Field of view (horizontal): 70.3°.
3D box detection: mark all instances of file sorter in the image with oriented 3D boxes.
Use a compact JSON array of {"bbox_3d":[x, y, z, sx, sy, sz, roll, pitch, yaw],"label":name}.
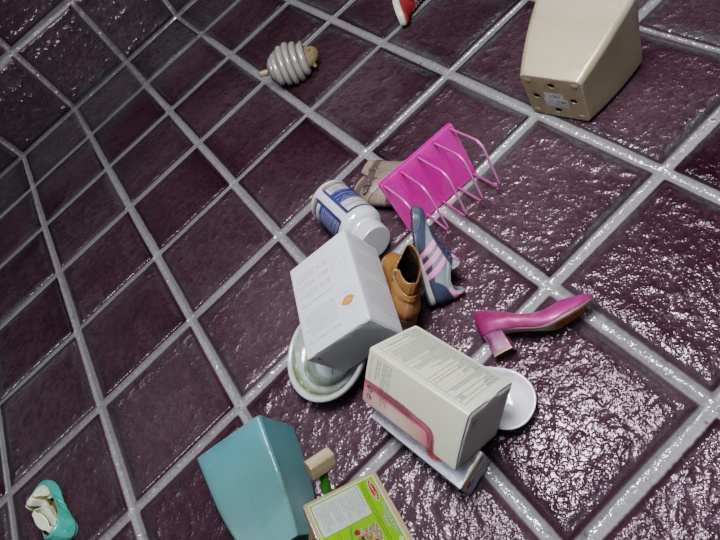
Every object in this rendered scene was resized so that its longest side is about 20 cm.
[{"bbox_3d":[0.169,-0.174,1.063,0.199,0.139,0.126,-40,35,-1],"label":"file sorter"}]

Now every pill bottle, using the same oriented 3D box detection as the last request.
[{"bbox_3d":[-0.021,-0.114,1.160,0.111,0.111,0.200,-42,50,-3],"label":"pill bottle"}]

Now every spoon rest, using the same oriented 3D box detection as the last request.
[{"bbox_3d":[0.202,0.199,0.878,0.198,0.061,0.100,20,71,36],"label":"spoon rest"}]

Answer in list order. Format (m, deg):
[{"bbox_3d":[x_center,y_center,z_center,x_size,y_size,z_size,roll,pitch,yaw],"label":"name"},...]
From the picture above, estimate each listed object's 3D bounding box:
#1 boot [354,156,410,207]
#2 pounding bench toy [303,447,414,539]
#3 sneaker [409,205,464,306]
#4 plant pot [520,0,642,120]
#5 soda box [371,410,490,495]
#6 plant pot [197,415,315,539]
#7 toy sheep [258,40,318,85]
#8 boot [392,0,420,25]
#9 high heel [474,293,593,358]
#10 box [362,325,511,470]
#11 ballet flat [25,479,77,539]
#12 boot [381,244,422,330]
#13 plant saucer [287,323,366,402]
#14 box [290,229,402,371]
[{"bbox_3d":[0.075,-0.236,1.216,0.145,0.070,0.201,29,76,40],"label":"boot"},{"bbox_3d":[-0.025,0.401,0.801,0.123,0.158,0.201,-16,46,-24],"label":"pounding bench toy"},{"bbox_3d":[0.147,-0.034,0.991,0.081,0.203,0.070,-13,18,7],"label":"sneaker"},{"bbox_3d":[0.447,-0.438,1.076,0.198,0.199,0.179,26,85,37],"label":"plant pot"},{"bbox_3d":[0.116,0.285,0.867,0.199,0.064,0.068,30,77,37],"label":"soda box"},{"bbox_3d":[-0.167,0.393,0.904,0.140,0.141,0.201,-34,58,4],"label":"plant pot"},{"bbox_3d":[-0.223,-0.644,1.594,0.197,0.138,0.139,-21,53,10],"label":"toy sheep"},{"bbox_3d":[0.173,-0.823,1.536,0.142,0.073,0.203,-9,53,21],"label":"boot"},{"bbox_3d":[0.300,0.070,0.905,0.199,0.067,0.097,-35,60,21],"label":"high heel"},{"bbox_3d":[0.118,0.194,0.823,0.127,0.111,0.199,-17,35,-43],"label":"box"},{"bbox_3d":[-0.700,0.528,1.140,0.198,0.071,0.068,24,74,37],"label":"ballet flat"},{"bbox_3d":[0.078,0.003,0.992,0.075,0.157,0.202,0,49,0],"label":"boot"},{"bbox_3d":[-0.058,0.167,1.031,0.198,0.050,0.203,-17,58,29],"label":"plant saucer"},{"bbox_3d":[-0.031,0.057,0.954,0.151,0.106,0.202,-35,52,25],"label":"box"}]
